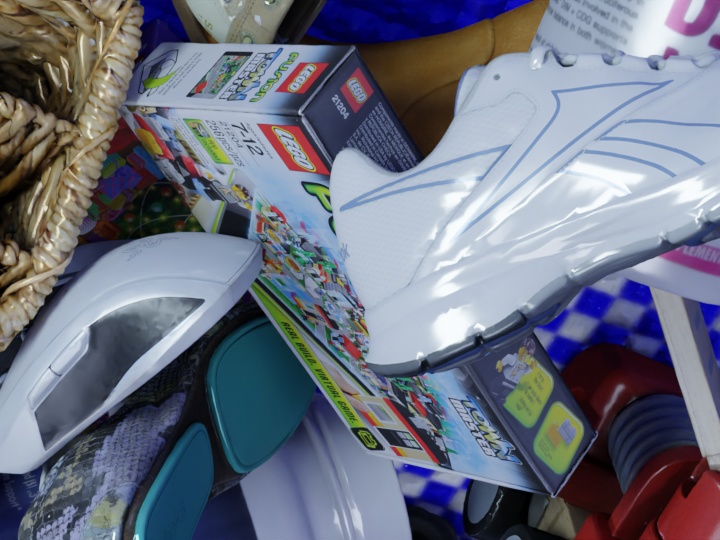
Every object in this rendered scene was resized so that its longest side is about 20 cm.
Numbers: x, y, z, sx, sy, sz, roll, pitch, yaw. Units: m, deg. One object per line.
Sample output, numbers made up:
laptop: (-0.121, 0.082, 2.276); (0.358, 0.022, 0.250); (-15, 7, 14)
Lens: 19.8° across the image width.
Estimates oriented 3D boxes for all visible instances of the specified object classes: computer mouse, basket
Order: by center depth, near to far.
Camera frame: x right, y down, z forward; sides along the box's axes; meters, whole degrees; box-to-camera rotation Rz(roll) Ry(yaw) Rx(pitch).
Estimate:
basket: (-0.196, -0.041, 0.719); (0.199, 0.143, 0.149); (20, 148, -28)
computer mouse: (-0.119, 0.040, 0.781); (0.200, 0.110, 0.044); (-39, 99, 18)

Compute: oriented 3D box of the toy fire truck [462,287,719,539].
toy fire truck: (0.121, 0.076, 0.874); (0.128, 0.176, 0.201); (22, 115, -15)

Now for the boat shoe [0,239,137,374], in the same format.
boat shoe: (-0.151, 0.051, 0.879); (0.199, 0.057, 0.069); (-24, 125, 22)

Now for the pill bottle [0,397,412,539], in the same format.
pill bottle: (-0.083, 0.121, 0.908); (0.199, 0.111, 0.111); (-17, 130, -11)

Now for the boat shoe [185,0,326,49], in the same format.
boat shoe: (0.009, -0.153, 0.729); (0.200, 0.073, 0.063); (-43, 80, 30)

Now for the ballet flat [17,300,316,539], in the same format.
ballet flat: (-0.078, 0.063, 0.813); (0.072, 0.200, 0.072); (8, 115, 17)

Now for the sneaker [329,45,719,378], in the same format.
sneaker: (0.077, -0.039, 0.656); (0.199, 0.074, 0.087); (-26, 82, 10)

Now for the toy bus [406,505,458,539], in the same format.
toy bus: (-0.027, 0.216, 0.979); (0.199, 0.192, 0.136); (4, 129, -3)

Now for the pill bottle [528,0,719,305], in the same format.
pill bottle: (0.129, -0.100, 0.726); (0.113, 0.113, 0.201); (18, 106, -13)

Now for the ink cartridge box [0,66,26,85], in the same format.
ink cartridge box: (-0.225, -0.125, 0.758); (0.199, 0.050, 0.162); (-3, 151, 1)

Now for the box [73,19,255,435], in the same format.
box: (-0.105, -0.001, 0.897); (0.200, 0.039, 0.137); (-37, 121, 28)

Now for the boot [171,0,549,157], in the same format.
boot: (0.035, -0.079, 0.820); (0.144, 0.071, 0.201); (-37, 113, 14)

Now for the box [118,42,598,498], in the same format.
box: (0.000, 0.000, 0.779); (0.110, 0.035, 0.200); (8, 141, 48)
